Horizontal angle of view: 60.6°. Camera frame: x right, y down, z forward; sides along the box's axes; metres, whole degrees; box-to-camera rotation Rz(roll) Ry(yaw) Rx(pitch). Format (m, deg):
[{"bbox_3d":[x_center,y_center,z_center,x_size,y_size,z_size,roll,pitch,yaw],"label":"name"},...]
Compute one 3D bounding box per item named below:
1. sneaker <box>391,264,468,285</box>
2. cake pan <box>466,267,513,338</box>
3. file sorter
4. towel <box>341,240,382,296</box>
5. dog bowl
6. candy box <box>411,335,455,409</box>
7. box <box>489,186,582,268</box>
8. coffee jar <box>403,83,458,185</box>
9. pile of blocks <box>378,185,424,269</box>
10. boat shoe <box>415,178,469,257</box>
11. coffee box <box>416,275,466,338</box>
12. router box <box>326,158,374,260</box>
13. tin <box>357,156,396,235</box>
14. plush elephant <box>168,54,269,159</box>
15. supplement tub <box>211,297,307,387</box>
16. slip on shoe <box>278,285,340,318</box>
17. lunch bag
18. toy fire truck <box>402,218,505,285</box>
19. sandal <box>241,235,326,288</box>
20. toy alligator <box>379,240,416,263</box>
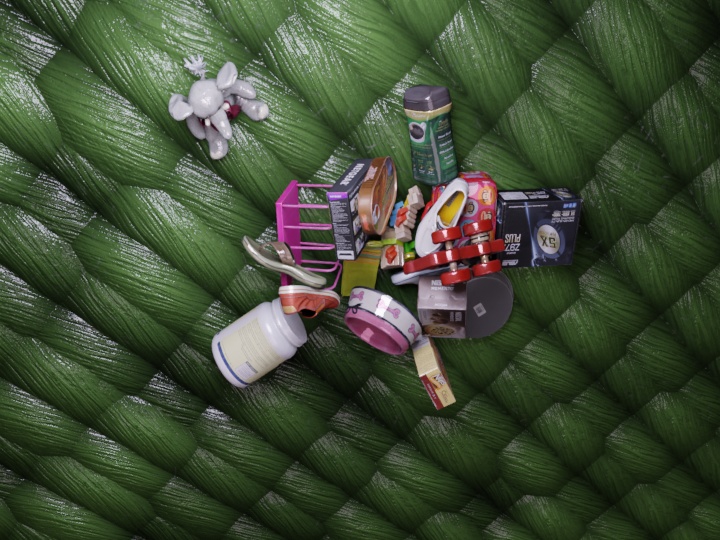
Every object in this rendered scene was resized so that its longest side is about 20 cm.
[{"bbox_3d":[0.173,0.018,1.488,0.194,0.073,0.073,-12,92,-3],"label":"sneaker"},{"bbox_3d":[0.301,0.088,1.569,0.194,0.037,0.206,-3,117,-6],"label":"cake pan"},{"bbox_3d":[-0.105,-0.075,1.359,0.121,0.140,0.206,3,117,8],"label":"file sorter"},{"bbox_3d":[0.000,0.000,1.445,0.083,0.018,0.203,4,141,-3],"label":"towel"},{"bbox_3d":[0.047,0.125,1.459,0.199,0.198,0.075,41,67,-23],"label":"dog bowl"},{"bbox_3d":[0.173,0.231,1.528,0.054,0.201,0.117,-25,118,7],"label":"candy box"},{"bbox_3d":[0.408,-0.102,1.463,0.193,0.087,0.168,-3,117,-7],"label":"box"},{"bbox_3d":[0.151,-0.293,1.322,0.084,0.103,0.205,-27,122,-28],"label":"coffee jar"},{"bbox_3d":[0.082,-0.102,1.405,0.080,0.062,0.205,19,91,28],"label":"pile of blocks"},{"bbox_3d":[0.179,-0.105,1.361,0.070,0.070,0.202,30,117,-5],"label":"boat shoe"},{"bbox_3d":[0.193,0.088,1.437,0.109,0.082,0.201,2,156,9],"label":"coffee box"},{"bbox_3d":[-0.009,-0.135,1.325,0.050,0.201,0.153,2,119,18],"label":"router box"},{"bbox_3d":[0.038,-0.161,1.325,0.041,0.203,0.114,-2,130,22],"label":"tin"},{"bbox_3d":[-0.288,-0.324,1.217,0.162,0.156,0.202,-31,117,8],"label":"plush elephant"},{"bbox_3d":[-0.240,0.169,1.472,0.197,0.146,0.146,-32,116,9],"label":"supplement tub"},{"bbox_3d":[-0.107,0.070,1.303,0.072,0.199,0.063,-6,82,26],"label":"slip on shoe"},{"bbox_3d":[0.226,-0.126,1.434,0.170,0.082,0.206,-4,116,-1],"label":"lunch bag"},{"bbox_3d":[0.206,-0.033,1.341,0.195,0.167,0.116,-13,88,-25],"label":"toy fire truck"},{"bbox_3d":[-0.155,-0.027,1.279,0.197,0.080,0.058,26,100,-14],"label":"sandal"},{"bbox_3d":[0.069,-0.036,1.471,0.195,0.061,0.054,-19,161,10],"label":"toy alligator"}]
